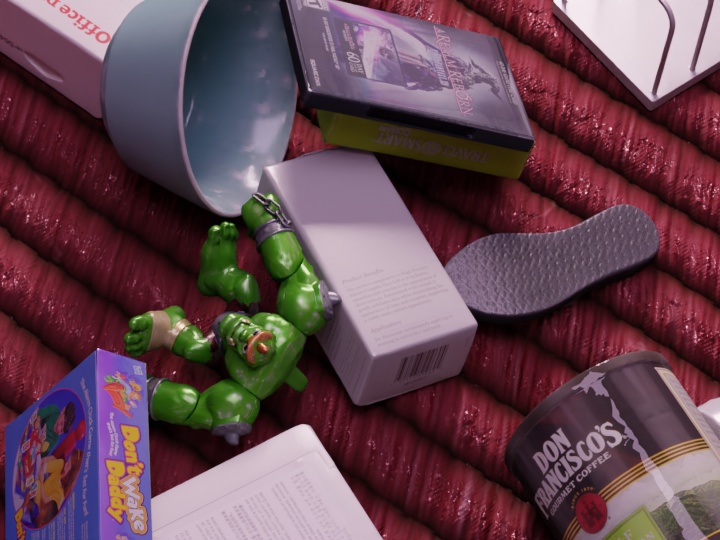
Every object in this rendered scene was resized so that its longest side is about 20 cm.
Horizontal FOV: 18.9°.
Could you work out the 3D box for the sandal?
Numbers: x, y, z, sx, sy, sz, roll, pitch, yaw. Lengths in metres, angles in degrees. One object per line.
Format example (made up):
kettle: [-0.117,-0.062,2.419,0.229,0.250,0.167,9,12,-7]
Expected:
sandal: [0.157,0.002,1.773,0.199,0.043,0.076,-13,66,-24]

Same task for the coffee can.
coffee can: [0.218,0.182,1.591,0.146,0.147,0.201,-23,61,-18]

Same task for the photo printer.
photo printer: [-0.086,0.223,1.590,0.199,0.070,0.167,-26,62,-19]

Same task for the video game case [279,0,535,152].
video game case: [0.037,-0.164,1.768,0.198,0.019,0.143,10,39,-20]

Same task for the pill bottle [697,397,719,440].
pill bottle: [0.355,0.107,1.670,0.199,0.113,0.113,-24,62,-18]

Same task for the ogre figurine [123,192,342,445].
ogre figurine: [-0.096,0.046,1.677,0.120,0.098,0.200,33,64,25]

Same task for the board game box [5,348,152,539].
board game box: [-0.207,0.178,1.572,0.045,0.134,0.201,19,50,-33]

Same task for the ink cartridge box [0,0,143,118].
ink cartridge box: [-0.210,-0.248,1.877,0.145,0.085,0.200,33,60,16]

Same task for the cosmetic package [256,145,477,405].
cosmetic package: [0.000,0.000,1.733,0.101,0.074,0.201,-15,57,-26]

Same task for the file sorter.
file sorter: [0.293,-0.268,1.902,0.199,0.125,0.139,-31,64,-21]

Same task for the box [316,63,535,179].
box: [0.038,-0.144,1.798,0.198,0.048,0.122,10,38,-19]

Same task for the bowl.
bowl: [-0.141,-0.148,1.772,0.104,0.201,0.202,6,54,25]
